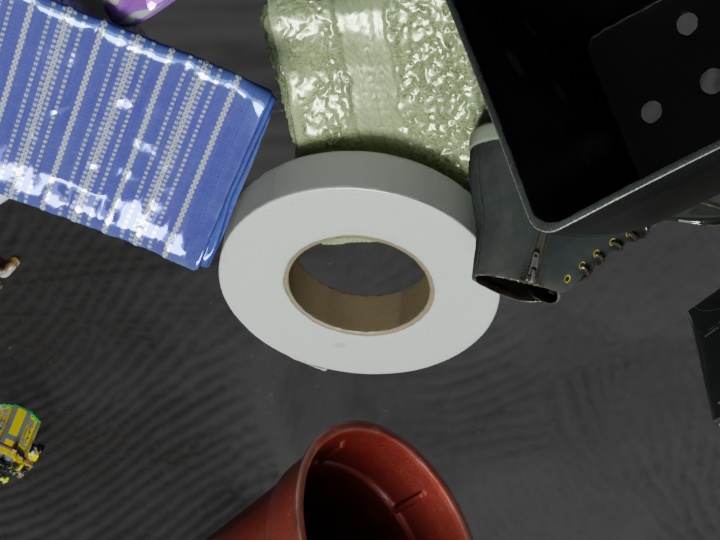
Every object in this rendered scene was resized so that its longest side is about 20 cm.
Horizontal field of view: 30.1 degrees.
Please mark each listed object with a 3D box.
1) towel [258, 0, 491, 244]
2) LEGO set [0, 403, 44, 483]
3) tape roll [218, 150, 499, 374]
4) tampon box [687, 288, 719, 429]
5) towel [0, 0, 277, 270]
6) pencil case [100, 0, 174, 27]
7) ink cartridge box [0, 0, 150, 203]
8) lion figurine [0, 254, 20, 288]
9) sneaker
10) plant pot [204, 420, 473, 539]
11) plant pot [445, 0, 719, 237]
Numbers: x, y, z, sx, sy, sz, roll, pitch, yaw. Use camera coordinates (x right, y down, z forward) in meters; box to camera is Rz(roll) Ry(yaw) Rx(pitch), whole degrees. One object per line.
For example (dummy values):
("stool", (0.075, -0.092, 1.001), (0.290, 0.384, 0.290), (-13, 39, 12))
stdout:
("towel", (0.019, -0.104, 0.893), (0.146, 0.037, 0.202), (-7, 123, 8))
("LEGO set", (-0.351, 0.148, 1.023), (0.199, 0.117, 0.153), (30, 147, -22))
("tape roll", (0.000, 0.000, 0.936), (0.199, 0.037, 0.204), (4, 140, 4))
("tampon box", (0.355, 0.084, 0.937), (0.199, 0.127, 0.150), (39, 120, -20))
("towel", (-0.165, -0.086, 0.829), (0.198, 0.024, 0.146), (20, 124, -13))
("pencil case", (-0.163, -0.244, 0.790), (0.085, 0.084, 0.201), (-33, 120, -2))
("ink cartridge box", (-0.244, -0.157, 0.849), (0.144, 0.084, 0.201), (-27, 119, 21))
("lion figurine", (-0.322, -0.012, 0.965), (0.122, 0.073, 0.200), (41, 123, -13))
("sneaker", (0.160, -0.025, 0.874), (0.197, 0.108, 0.075), (8, 166, -12))
("plant pot", (-0.040, 0.251, 1.057), (0.200, 0.202, 0.194), (41, 127, -21))
("plant pot", (0.181, -0.131, 0.752), (0.198, 0.202, 0.177), (-27, 158, 21))
